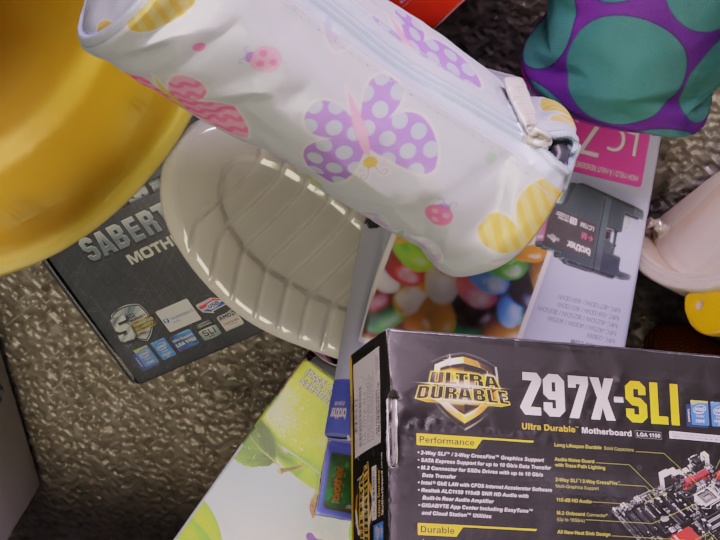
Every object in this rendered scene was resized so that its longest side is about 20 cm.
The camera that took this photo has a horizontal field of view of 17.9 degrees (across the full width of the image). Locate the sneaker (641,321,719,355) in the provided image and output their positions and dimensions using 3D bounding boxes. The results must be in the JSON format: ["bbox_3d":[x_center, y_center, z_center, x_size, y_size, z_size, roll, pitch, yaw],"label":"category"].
[{"bbox_3d":[0.204,0.084,1.014,0.200,0.073,0.077,45,115,30],"label":"sneaker"}]

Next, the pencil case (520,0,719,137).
[{"bbox_3d":[0.126,-0.152,0.919,0.092,0.085,0.200,43,133,35],"label":"pencil case"}]

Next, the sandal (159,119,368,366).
[{"bbox_3d":[-0.004,0.006,1.008,0.203,0.083,0.050,32,167,-11],"label":"sandal"}]

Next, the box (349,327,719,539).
[{"bbox_3d":[0.097,0.112,0.924,0.200,0.160,0.049,5,160,-17],"label":"box"}]

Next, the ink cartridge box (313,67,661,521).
[{"bbox_3d":[0.055,0.017,0.979,0.119,0.042,0.200,13,85,-17],"label":"ink cartridge box"}]

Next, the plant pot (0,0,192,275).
[{"bbox_3d":[-0.187,-0.126,0.944,0.189,0.201,0.201,38,131,35],"label":"plant pot"}]

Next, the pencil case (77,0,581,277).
[{"bbox_3d":[-0.011,-0.074,0.882,0.200,0.083,0.091,30,167,-22],"label":"pencil case"}]

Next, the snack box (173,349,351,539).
[{"bbox_3d":[0.022,0.143,1.043,0.200,0.053,0.142,35,108,0],"label":"snack box"}]

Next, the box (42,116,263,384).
[{"bbox_3d":[-0.063,-0.050,1.050,0.200,0.051,0.158,-23,112,24],"label":"box"}]

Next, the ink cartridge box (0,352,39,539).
[{"bbox_3d":[-0.262,0.051,1.145,0.146,0.086,0.200,-2,121,17],"label":"ink cartridge box"}]

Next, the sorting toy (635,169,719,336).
[{"bbox_3d":[0.246,-0.004,0.985,0.180,0.107,0.200,30,126,-27],"label":"sorting toy"}]

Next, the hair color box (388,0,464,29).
[{"bbox_3d":[-0.021,-0.195,0.916,0.200,0.102,0.061,38,146,-10],"label":"hair color box"}]
